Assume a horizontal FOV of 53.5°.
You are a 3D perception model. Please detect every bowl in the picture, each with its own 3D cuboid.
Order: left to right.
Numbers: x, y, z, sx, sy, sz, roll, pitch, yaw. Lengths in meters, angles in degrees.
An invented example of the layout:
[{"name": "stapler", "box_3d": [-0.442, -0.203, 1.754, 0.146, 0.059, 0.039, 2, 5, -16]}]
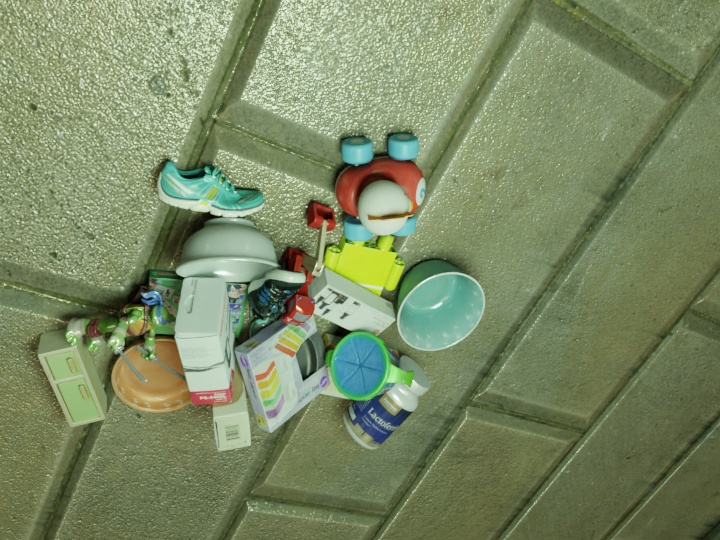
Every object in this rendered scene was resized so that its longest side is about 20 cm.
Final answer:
[{"name": "bowl", "box_3d": [-0.242, -0.041, 1.319, 0.194, 0.093, 0.201, -3, 169, -1]}, {"name": "bowl", "box_3d": [0.157, 0.060, 1.532, 0.195, 0.106, 0.205, -9, 126, -12]}]

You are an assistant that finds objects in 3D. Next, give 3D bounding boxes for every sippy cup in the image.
[{"name": "sippy cup", "box_3d": [0.020, 0.206, 1.507, 0.140, 0.179, 0.130, -44, 155, 8]}]

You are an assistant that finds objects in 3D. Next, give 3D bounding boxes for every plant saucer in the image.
[{"name": "plant saucer", "box_3d": [-0.419, 0.213, 1.500, 0.194, 0.038, 0.205, -8, 126, -11]}]

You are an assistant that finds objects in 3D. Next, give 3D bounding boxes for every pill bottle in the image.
[{"name": "pill bottle", "box_3d": [0.060, 0.295, 1.611, 0.114, 0.117, 0.201, 30, 111, -32]}]

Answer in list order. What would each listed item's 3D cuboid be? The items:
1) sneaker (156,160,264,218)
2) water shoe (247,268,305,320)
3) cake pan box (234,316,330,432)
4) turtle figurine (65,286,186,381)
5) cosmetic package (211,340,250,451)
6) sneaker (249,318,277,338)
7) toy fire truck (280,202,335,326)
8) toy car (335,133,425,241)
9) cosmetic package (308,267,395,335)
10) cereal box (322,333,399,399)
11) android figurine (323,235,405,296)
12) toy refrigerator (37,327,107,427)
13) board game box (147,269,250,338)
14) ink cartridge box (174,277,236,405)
[{"name": "sneaker", "box_3d": [-0.263, -0.145, 1.279, 0.195, 0.078, 0.082, 8, 110, -24]}, {"name": "water shoe", "box_3d": [-0.156, 0.050, 1.337, 0.070, 0.081, 0.199, 8, 166, -25]}, {"name": "cake pan box", "box_3d": [-0.154, 0.200, 1.480, 0.198, 0.051, 0.189, -32, 120, -42]}, {"name": "turtle figurine", "box_3d": [-0.446, 0.144, 1.343, 0.188, 0.144, 0.206, -5, 103, 18]}, {"name": "cosmetic package", "box_3d": [-0.272, 0.254, 1.470, 0.069, 0.202, 0.107, -7, 128, -12]}, {"name": "sneaker", "box_3d": [-0.188, 0.192, 1.524, 0.075, 0.092, 0.204, -13, 127, -8]}, {"name": "toy fire truck", "box_3d": [-0.101, -0.009, 1.375, 0.048, 0.206, 0.140, 14, 151, -29]}, {"name": "toy car", "box_3d": [0.053, -0.125, 1.294, 0.171, 0.201, 0.189, -6, 118, -12]}, {"name": "cosmetic package", "box_3d": [-0.023, 0.073, 1.468, 0.197, 0.052, 0.082, 28, 125, -36]}, {"name": "cereal box", "box_3d": [-0.023, 0.227, 1.634, 0.196, 0.040, 0.146, 16, 118, -28]}, {"name": "android figurine", "box_3d": [0.000, 0.000, 1.483, 0.177, 0.041, 0.204, 11, 119, -24]}, {"name": "toy refrigerator", "box_3d": [-0.574, 0.217, 1.433, 0.074, 0.071, 0.204, -11, 126, -9]}, {"name": "board game box", "box_3d": [-0.329, 0.069, 1.433, 0.194, 0.029, 0.137, 5, 123, -21]}, {"name": "ink cartridge box", "box_3d": [-0.291, 0.134, 1.362, 0.081, 0.148, 0.203, -2, 135, -3]}]
